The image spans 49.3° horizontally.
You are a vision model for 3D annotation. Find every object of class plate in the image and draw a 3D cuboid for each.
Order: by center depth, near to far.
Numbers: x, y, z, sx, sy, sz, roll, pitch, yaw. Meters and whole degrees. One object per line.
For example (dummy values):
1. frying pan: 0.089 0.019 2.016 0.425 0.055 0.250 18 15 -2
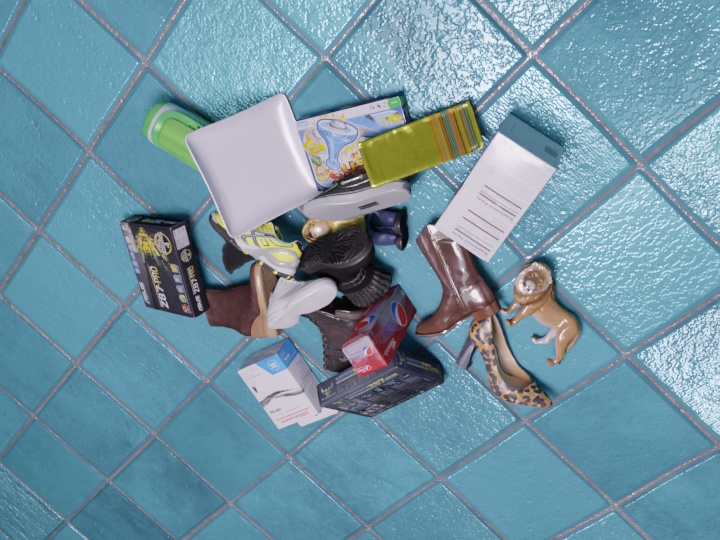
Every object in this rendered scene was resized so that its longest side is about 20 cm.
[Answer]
1. plate: -0.188 -0.187 1.402 0.032 0.199 0.200 18 134 64

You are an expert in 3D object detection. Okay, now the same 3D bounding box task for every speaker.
1. speaker: -0.299 -0.232 1.449 0.200 0.088 0.088 31 122 3

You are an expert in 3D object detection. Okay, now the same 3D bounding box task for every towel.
1. towel: 0.099 -0.208 1.299 0.200 0.018 0.086 -20 81 7

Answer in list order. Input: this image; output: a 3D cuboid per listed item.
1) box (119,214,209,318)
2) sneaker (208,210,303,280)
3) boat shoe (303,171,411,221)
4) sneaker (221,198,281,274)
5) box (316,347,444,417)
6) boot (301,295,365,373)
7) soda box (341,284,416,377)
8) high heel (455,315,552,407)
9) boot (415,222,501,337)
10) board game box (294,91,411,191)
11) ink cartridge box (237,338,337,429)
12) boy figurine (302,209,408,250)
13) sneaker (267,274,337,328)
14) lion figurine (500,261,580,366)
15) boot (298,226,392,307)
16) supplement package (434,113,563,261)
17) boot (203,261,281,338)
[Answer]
1. box: -0.398 -0.010 1.597 0.161 0.049 0.200 10 121 38
2. sneaker: -0.190 -0.060 1.446 0.200 0.075 0.076 32 88 13
3. boat shoe: -0.007 -0.136 1.366 0.200 0.064 0.071 -11 156 19
4. sneaker: -0.203 -0.067 1.517 0.200 0.060 0.104 -21 108 32
5. box: 0.039 0.220 1.526 0.200 0.051 0.158 -32 145 30
6. boot: -0.068 0.130 1.563 0.200 0.069 0.174 11 124 19
7. soda box: 0.037 0.107 1.432 0.063 0.200 0.070 -27 104 30
8. high heel: 0.282 0.167 1.447 0.200 0.071 0.143 29 129 15
9. boot: 0.138 0.012 1.431 0.186 0.064 0.200 -24 103 28
10. board game box: -0.002 -0.223 1.374 0.200 0.034 0.135 -9 112 24
11. ink cartridge box: -0.151 0.256 1.655 0.116 0.068 0.200 -26 105 29
12. boy figurine: -0.014 -0.083 1.435 0.200 0.064 0.124 4 120 15
13. sneaker: -0.119 0.038 1.446 0.200 0.075 0.089 -31 61 46
14. lion figurine: 0.333 0.077 1.395 0.200 0.072 0.122 40 111 -20
15. boot: 0.001 -0.002 1.406 0.158 0.079 0.211 34 160 -25
16. supplement package: 0.227 -0.135 1.290 0.109 0.114 0.200 33 123 2
17. boot: -0.249 0.055 1.574 0.166 0.072 0.200 9 131 17
